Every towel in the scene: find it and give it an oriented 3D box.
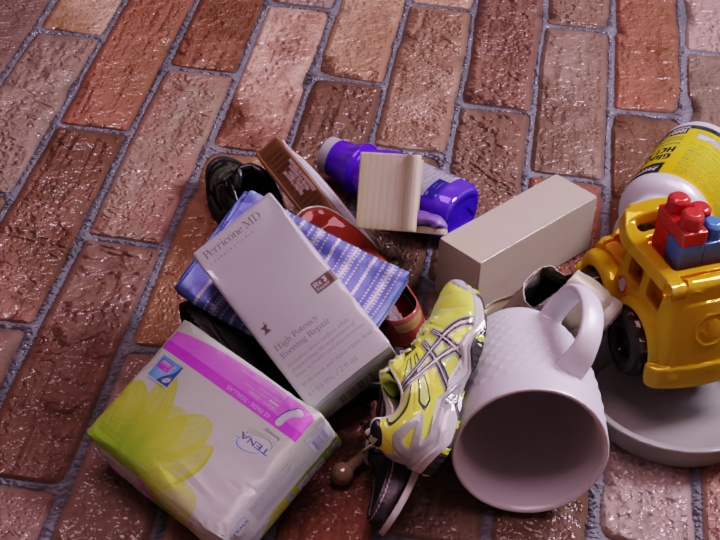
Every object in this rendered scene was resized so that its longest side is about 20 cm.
[{"bbox_3d":[-0.069,0.011,1.623,0.200,0.024,0.145,28,62,15],"label":"towel"}]

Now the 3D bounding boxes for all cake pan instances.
[{"bbox_3d":[0.321,0.129,1.652,0.200,0.037,0.200,2,36,-2],"label":"cake pan"}]

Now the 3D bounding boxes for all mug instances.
[{"bbox_3d":[0.169,0.102,1.546,0.147,0.200,0.176,25,29,-15],"label":"mug"}]

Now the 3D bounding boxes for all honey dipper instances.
[{"bbox_3d":[0.038,0.152,1.602,0.038,0.038,0.200,29,47,30],"label":"honey dipper"}]

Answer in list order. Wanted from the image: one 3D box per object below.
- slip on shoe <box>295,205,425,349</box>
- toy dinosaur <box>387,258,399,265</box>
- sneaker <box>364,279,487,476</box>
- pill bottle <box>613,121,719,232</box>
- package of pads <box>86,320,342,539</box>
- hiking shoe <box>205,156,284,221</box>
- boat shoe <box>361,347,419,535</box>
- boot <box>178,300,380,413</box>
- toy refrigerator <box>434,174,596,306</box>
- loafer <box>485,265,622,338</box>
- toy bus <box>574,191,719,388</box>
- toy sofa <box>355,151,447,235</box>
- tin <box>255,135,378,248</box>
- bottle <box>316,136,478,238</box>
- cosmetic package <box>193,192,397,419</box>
[{"bbox_3d":[0.000,0.000,1.682,0.074,0.061,0.200,-31,63,-18],"label":"slip on shoe"},{"bbox_3d":[0.009,0.033,1.752,0.088,0.048,0.200,22,36,33],"label":"toy dinosaur"},{"bbox_3d":[0.062,0.087,1.493,0.076,0.075,0.200,23,55,-9],"label":"sneaker"},{"bbox_3d":[0.368,-0.083,1.878,0.112,0.113,0.200,19,39,20],"label":"pill bottle"},{"bbox_3d":[-0.141,0.158,1.505,0.200,0.068,0.155,31,72,32],"label":"package of pads"},{"bbox_3d":[-0.125,-0.091,1.856,0.076,0.101,0.200,-12,40,-22],"label":"hiking shoe"},{"bbox_3d":[0.031,0.157,1.531,0.060,0.074,0.200,26,53,-8],"label":"boat shoe"},{"bbox_3d":[-0.073,0.081,1.645,0.158,0.080,0.211,-28,57,-26],"label":"boot"},{"bbox_3d":[0.174,-0.032,1.825,0.200,0.076,0.070,-29,48,-36],"label":"toy refrigerator"},{"bbox_3d":[0.188,0.033,1.673,0.076,0.068,0.200,-42,17,-32],"label":"loafer"},{"bbox_3d":[0.311,-0.008,1.646,0.135,0.192,0.200,-11,38,-16],"label":"toy bus"},{"bbox_3d":[0.048,-0.084,1.748,0.097,0.083,0.200,4,3,3],"label":"toy sofa"},{"bbox_3d":[-0.048,-0.076,1.821,0.042,0.112,0.200,-40,54,2],"label":"tin"},{"bbox_3d":[0.039,-0.103,1.916,0.200,0.065,0.083,25,35,27],"label":"bottle"},{"bbox_3d":[-0.062,0.035,1.552,0.102,0.074,0.200,-39,72,-4],"label":"cosmetic package"}]
